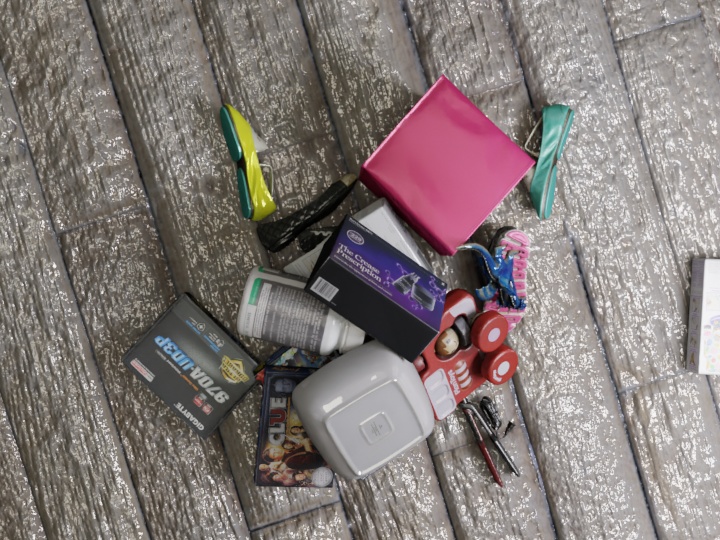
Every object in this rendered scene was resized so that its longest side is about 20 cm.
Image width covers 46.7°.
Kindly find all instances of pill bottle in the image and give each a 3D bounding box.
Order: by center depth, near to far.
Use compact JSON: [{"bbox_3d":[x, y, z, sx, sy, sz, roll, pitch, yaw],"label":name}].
[{"bbox_3d":[-0.086,0.069,1.320,0.198,0.113,0.115,14,91,1],"label":"pill bottle"}]

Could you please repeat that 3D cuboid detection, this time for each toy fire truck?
[{"bbox_3d":[0.155,0.137,1.371,0.167,0.112,0.201,-37,131,-16],"label":"toy fire truck"}]

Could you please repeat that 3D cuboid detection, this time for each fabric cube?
[{"bbox_3d":[0.132,-0.162,1.365,0.199,0.200,0.197,41,90,-1],"label":"fabric cube"}]

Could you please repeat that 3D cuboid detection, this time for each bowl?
[{"bbox_3d":[0.014,0.223,1.286,0.198,0.075,0.201,-30,117,-4],"label":"bowl"}]

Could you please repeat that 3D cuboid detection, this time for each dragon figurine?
[{"bbox_3d":[0.214,0.013,1.316,0.058,0.199,0.101,-6,78,28],"label":"dragon figurine"}]

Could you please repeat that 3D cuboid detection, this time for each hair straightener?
[{"bbox_3d":[0.231,0.274,1.464,0.076,0.041,0.202,-26,88,-2],"label":"hair straightener"}]

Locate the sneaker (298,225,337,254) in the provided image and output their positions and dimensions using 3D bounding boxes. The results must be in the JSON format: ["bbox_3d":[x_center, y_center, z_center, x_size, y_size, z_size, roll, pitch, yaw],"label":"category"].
[{"bbox_3d":[-0.005,-0.052,1.423,0.197,0.091,0.067,5,126,4],"label":"sneaker"}]

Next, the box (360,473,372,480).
[{"bbox_3d":[0.029,0.223,1.380,0.157,0.051,0.202,-27,118,-23],"label":"box"}]

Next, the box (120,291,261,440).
[{"bbox_3d":[-0.282,0.161,1.425,0.200,0.046,0.159,45,88,-4],"label":"box"}]

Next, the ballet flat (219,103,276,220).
[{"bbox_3d":[-0.187,-0.186,1.422,0.066,0.067,0.203,-15,95,-24],"label":"ballet flat"}]

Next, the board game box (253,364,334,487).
[{"bbox_3d":[-0.102,0.260,1.385,0.134,0.035,0.203,4,103,-12],"label":"board game box"}]

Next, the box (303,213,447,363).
[{"bbox_3d":[0.028,0.025,1.270,0.199,0.142,0.079,34,119,-9],"label":"box"}]

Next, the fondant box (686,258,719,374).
[{"bbox_3d":[0.657,0.082,1.467,0.142,0.058,0.203,3,90,-3],"label":"fondant box"}]

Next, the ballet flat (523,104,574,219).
[{"bbox_3d":[0.315,-0.190,1.447,0.070,0.067,0.203,14,90,21],"label":"ballet flat"}]

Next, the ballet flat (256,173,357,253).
[{"bbox_3d":[-0.090,-0.106,1.421,0.199,0.066,0.057,-36,81,-3],"label":"ballet flat"}]

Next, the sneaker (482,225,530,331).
[{"bbox_3d":[0.249,0.012,1.439,0.073,0.088,0.202,3,114,-1],"label":"sneaker"}]

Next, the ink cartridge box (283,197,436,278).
[{"bbox_3d":[0.000,0.000,1.368,0.199,0.057,0.163,-29,108,22],"label":"ink cartridge box"}]

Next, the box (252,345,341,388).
[{"bbox_3d":[-0.071,0.206,1.418,0.136,0.040,0.201,-37,107,-1],"label":"box"}]
